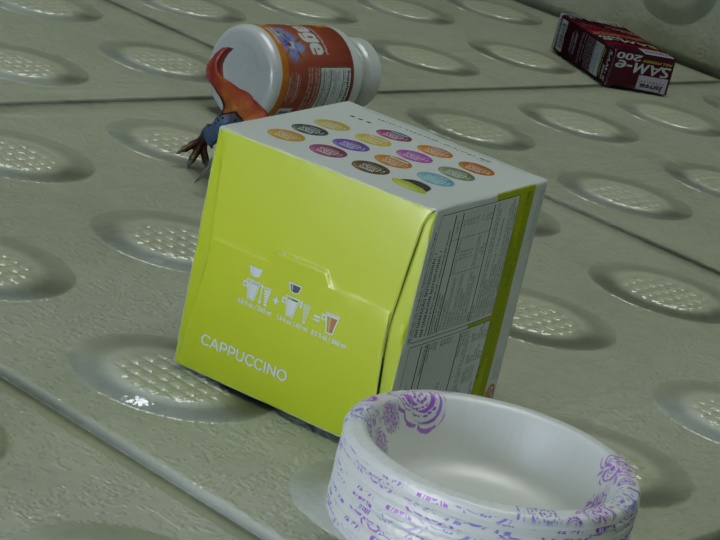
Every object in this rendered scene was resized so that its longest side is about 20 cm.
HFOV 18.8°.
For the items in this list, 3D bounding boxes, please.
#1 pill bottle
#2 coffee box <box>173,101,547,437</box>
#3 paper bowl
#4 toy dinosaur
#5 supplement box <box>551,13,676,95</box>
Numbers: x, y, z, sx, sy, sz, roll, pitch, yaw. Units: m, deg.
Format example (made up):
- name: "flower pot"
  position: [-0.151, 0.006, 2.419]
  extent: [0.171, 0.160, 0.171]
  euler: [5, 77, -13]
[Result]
- name: "pill bottle"
  position: [-0.071, -0.229, 2.519]
  extent: [0.112, 0.113, 0.199]
  euler: [27, 21, 36]
- name: "coffee box"
  position: [0.000, 0.000, 1.707]
  extent: [0.199, 0.201, 0.197]
  euler: [22, 20, 26]
- name: "paper bowl"
  position: [0.075, 0.162, 1.421]
  extent: [0.199, 0.105, 0.201]
  euler: [13, 18, -4]
- name: "toy dinosaur"
  position: [-0.122, -0.143, 2.166]
  extent: [0.104, 0.201, 0.181]
  euler: [-12, -5, -25]
- name: "supplement box"
  position: [0.379, -0.327, 3.274]
  extent: [0.108, 0.061, 0.200]
  euler: [7, 19, -24]
